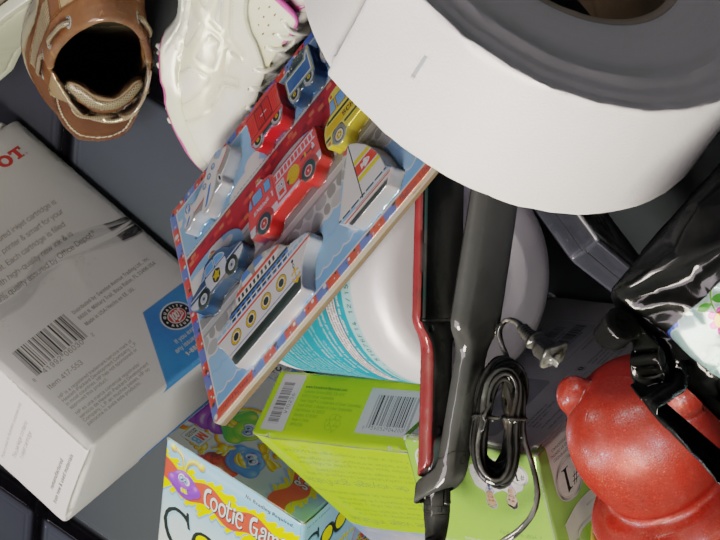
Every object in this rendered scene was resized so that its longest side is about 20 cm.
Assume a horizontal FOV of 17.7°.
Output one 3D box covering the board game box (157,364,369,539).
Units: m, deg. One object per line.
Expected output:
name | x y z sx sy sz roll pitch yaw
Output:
board game box | -0.054 0.170 1.392 0.103 0.105 0.201 30 133 23

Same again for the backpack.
backpack | 0.212 0.038 0.978 0.200 0.167 0.127 43 117 5

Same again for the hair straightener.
hair straightener | 0.056 0.045 1.075 0.077 0.041 0.202 3 86 39

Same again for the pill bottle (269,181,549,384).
pill bottle | 0.000 0.000 1.204 0.199 0.110 0.111 2 121 57

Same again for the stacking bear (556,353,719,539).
stacking bear | 0.157 0.124 1.086 0.121 0.114 0.201 2 129 42

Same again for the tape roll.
tape roll | 0.077 -0.123 0.997 0.202 0.202 0.071 43 137 9

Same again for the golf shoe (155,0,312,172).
golf shoe | -0.058 -0.128 1.211 0.091 0.075 0.201 17 129 28

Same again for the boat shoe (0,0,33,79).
boat shoe | -0.203 -0.159 1.317 0.201 0.072 0.061 -31 79 40

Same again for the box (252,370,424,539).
box | 0.045 0.128 1.268 0.121 0.048 0.200 3 149 41

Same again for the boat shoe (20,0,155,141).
boat shoe | -0.147 -0.115 1.254 0.200 0.075 0.072 96 165 -66

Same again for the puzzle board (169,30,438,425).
puzzle board | -0.034 -0.041 1.158 0.200 0.017 0.151 -50 37 31

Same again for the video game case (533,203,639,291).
video game case | 0.066 -0.071 1.069 0.019 0.143 0.201 -39 69 9

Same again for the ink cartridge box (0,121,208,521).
ink cartridge box | -0.193 0.026 1.381 0.200 0.146 0.086 39 139 14

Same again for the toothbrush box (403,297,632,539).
toothbrush box | 0.115 0.137 1.188 0.086 0.145 0.201 4 121 39
